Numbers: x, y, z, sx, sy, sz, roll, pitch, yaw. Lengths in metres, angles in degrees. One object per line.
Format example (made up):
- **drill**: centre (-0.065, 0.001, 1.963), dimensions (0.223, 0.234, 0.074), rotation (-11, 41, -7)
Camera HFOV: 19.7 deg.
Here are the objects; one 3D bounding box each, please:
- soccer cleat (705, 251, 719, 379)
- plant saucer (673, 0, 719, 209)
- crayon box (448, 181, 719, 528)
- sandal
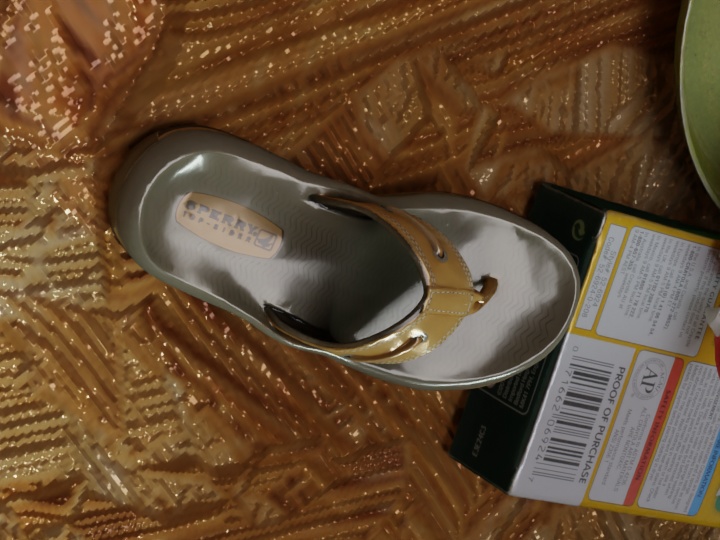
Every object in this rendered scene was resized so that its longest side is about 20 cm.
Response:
- **soccer cleat**: centre (0.216, -0.023, 0.883), dimensions (0.085, 0.068, 0.201), rotation (39, 69, -31)
- **plant saucer**: centre (0.210, -0.109, 0.923), dimensions (0.199, 0.031, 0.202), rotation (-12, 114, -29)
- **crayon box**: centre (0.145, 0.046, 0.925), dimensions (0.199, 0.051, 0.127), rotation (13, 99, -35)
- **sandal**: centre (0.000, 0.000, 0.794), dimensions (0.199, 0.054, 0.081), rotation (18, 95, -26)
